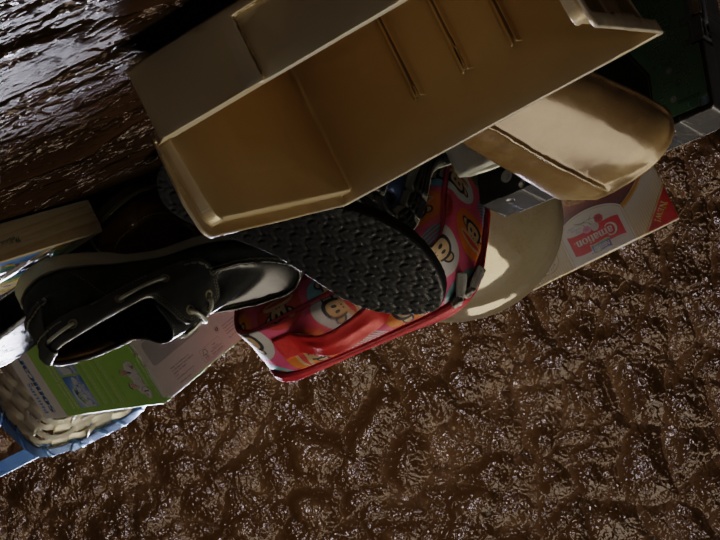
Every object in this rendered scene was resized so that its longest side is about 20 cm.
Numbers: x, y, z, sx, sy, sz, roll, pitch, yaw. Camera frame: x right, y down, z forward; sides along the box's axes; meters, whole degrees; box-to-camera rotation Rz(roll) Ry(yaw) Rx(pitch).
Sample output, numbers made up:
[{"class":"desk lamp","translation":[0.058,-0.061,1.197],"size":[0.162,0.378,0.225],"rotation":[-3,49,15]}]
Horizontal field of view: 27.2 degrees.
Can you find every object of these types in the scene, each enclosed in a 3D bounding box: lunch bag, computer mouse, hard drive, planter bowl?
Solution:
[{"class":"lunch bag","translation":[0.000,0.000,1.145],"size":[0.200,0.082,0.176],"rotation":[-24,-150,24]},{"class":"computer mouse","translation":[-0.225,0.004,1.165],"size":[0.200,0.046,0.140],"rotation":[-40,169,22]},{"class":"hard drive","translation":[0.167,-0.135,1.068],"size":[0.200,0.140,0.038],"rotation":[-24,150,38]},{"class":"planter bowl","translation":[0.076,-0.073,1.291],"size":[0.200,0.200,0.135],"rotation":[-26,153,-6]}]

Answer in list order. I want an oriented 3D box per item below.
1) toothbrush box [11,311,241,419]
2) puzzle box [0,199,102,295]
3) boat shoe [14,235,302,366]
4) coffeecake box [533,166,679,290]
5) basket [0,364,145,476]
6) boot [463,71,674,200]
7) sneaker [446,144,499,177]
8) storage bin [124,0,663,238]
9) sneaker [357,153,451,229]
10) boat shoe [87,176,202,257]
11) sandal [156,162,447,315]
[{"class":"toothbrush box","translation":[-0.189,0.047,1.263],"size":[0.146,0.086,0.200],"rotation":[-40,-164,-36]},{"class":"puzzle box","translation":[-0.273,0.011,0.941],"size":[0.133,0.025,0.200],"rotation":[-27,178,34]},{"class":"boat shoe","translation":[-0.128,0.022,1.009],"size":[0.200,0.068,0.072],"rotation":[-10,142,-26]},{"class":"coffeecake box","translation":[0.188,-0.104,1.418],"size":[0.153,0.200,0.073],"rotation":[-27,178,7]},{"class":"basket","translation":[-0.296,0.118,1.496],"size":[0.176,0.139,0.200],"rotation":[-24,147,-41]},{"class":"boot","translation":[0.073,-0.084,0.945],"size":[0.200,0.066,0.175],"rotation":[22,142,-39]},{"class":"sneaker","translation":[0.136,-0.141,1.034],"size":[0.200,0.116,0.074],"rotation":[-29,176,12]},{"class":"storage bin","translation":[0.021,-0.107,0.712],"size":[0.200,0.094,0.199],"rotation":[-27,178,21]},{"class":"sneaker","translation":[0.019,-0.091,1.100],"size":[0.089,0.079,0.200],"rotation":[-8,-148,39]},{"class":"boat shoe","translation":[-0.132,-0.014,1.081],"size":[0.072,0.068,0.200],"rotation":[-42,167,6]},{"class":"sandal","translation":[-0.031,-0.037,0.953],"size":[0.075,0.200,0.048],"rotation":[114,2,-46]}]
